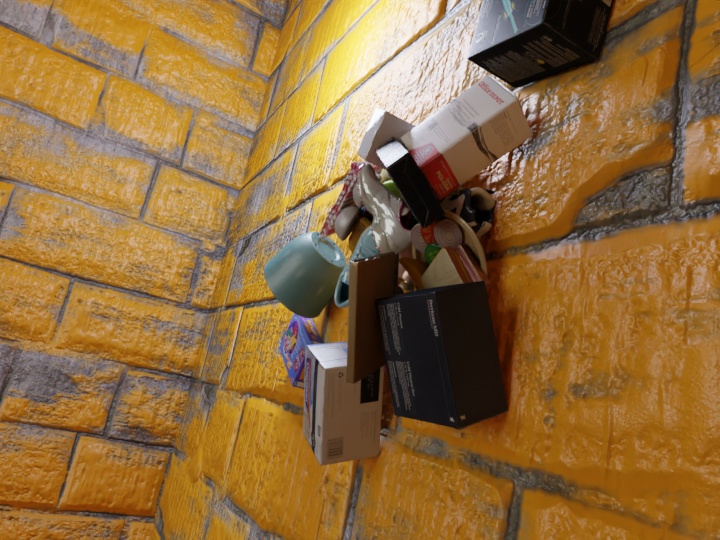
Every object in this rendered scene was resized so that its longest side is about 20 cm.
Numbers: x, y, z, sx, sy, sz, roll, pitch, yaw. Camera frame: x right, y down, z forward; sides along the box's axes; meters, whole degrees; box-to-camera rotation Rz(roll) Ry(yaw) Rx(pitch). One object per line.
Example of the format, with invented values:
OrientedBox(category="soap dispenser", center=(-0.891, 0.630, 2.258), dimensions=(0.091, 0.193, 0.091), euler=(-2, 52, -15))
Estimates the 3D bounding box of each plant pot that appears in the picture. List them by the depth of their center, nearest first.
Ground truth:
OrientedBox(category="plant pot", center=(-0.131, -0.003, 1.503), dimensions=(0.161, 0.199, 0.203), euler=(-44, 35, 23))

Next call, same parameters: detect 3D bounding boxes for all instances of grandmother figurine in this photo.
OrientedBox(category="grandmother figurine", center=(0.110, -0.068, 1.146), dimensions=(0.061, 0.119, 0.203), euler=(-61, -4, -76))

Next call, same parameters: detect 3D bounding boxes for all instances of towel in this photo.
OrientedBox(category="towel", center=(-0.018, -0.173, 1.304), dimensions=(0.146, 0.030, 0.202), euler=(-32, -23, -56))

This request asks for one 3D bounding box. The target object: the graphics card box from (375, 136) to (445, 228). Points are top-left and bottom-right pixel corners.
OrientedBox(category="graphics card box", center=(0.085, -0.162, 1.011), dimensions=(0.050, 0.127, 0.201), euler=(-32, 20, 6))

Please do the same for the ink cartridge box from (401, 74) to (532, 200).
OrientedBox(category="ink cartridge box", center=(0.187, -0.242, 1.019), dimensions=(0.198, 0.083, 0.148), euler=(-34, 34, 11))

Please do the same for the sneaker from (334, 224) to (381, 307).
OrientedBox(category="sneaker", center=(0.000, 0.000, 1.193), dimensions=(0.082, 0.073, 0.203), euler=(-45, -20, -59))

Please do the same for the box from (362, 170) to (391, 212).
OrientedBox(category="box", center=(0.066, -0.181, 1.348), dimensions=(0.202, 0.063, 0.071), euler=(-61, 27, 25))

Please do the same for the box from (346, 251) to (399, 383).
OrientedBox(category="box", center=(0.023, 0.076, 0.988), dimensions=(0.021, 0.163, 0.205), euler=(7, 100, 28))

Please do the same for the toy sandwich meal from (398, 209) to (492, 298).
OrientedBox(category="toy sandwich meal", center=(0.143, -0.003, 0.990), dimensions=(0.204, 0.069, 0.210), euler=(30, 129, 46))

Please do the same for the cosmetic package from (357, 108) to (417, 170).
OrientedBox(category="cosmetic package", center=(0.104, -0.237, 1.143), dimensions=(0.103, 0.197, 0.071), euler=(-64, 22, 13))

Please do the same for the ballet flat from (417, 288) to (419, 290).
OrientedBox(category="ballet flat", center=(0.101, 0.101, 1.086), dimensions=(0.067, 0.069, 0.205), euler=(13, 85, 65))

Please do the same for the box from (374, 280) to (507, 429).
OrientedBox(category="box", center=(0.124, 0.131, 0.905), dimensions=(0.181, 0.102, 0.205), euler=(-11, 89, 62))

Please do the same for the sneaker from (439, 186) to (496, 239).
OrientedBox(category="sneaker", center=(0.195, -0.134, 1.038), dimensions=(0.129, 0.078, 0.203), euler=(-40, 40, 46))

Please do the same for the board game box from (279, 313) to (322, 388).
OrientedBox(category="board game box", center=(-0.169, 0.218, 1.594), dimensions=(0.137, 0.044, 0.200), euler=(-65, 26, 16))

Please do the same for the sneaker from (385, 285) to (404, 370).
OrientedBox(category="sneaker", center=(0.055, 0.120, 1.133), dimensions=(0.096, 0.077, 0.203), euler=(-106, 19, -49))

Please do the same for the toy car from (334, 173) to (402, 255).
OrientedBox(category="toy car", center=(0.054, -0.115, 1.259), dimensions=(0.202, 0.174, 0.150), euler=(-58, -8, 28))

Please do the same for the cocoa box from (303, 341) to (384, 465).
OrientedBox(category="cocoa box", center=(-0.038, 0.260, 1.139), dimensions=(0.131, 0.130, 0.205), euler=(-150, 60, -64))

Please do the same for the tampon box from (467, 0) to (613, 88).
OrientedBox(category="tampon box", center=(0.300, -0.423, 0.950), dimensions=(0.199, 0.124, 0.153), euler=(11, 83, 65))

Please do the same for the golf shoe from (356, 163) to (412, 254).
OrientedBox(category="golf shoe", center=(0.055, -0.127, 1.117), dimensions=(0.090, 0.075, 0.204), euler=(-24, 77, 24))
